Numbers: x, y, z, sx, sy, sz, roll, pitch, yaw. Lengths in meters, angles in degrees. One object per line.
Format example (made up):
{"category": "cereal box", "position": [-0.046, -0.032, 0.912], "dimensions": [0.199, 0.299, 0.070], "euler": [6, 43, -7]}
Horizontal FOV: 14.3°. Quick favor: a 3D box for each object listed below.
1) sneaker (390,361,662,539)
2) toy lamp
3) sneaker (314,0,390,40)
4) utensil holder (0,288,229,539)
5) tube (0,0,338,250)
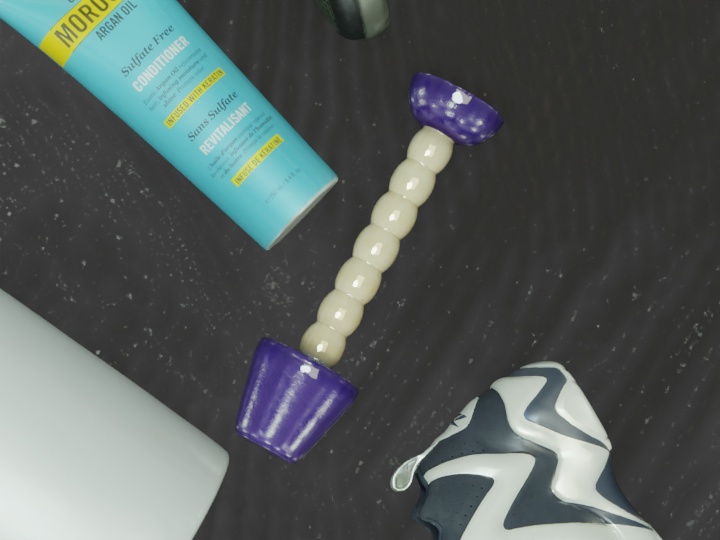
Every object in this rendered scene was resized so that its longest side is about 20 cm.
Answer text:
{"category": "sneaker", "position": [0.086, 0.157, 1.408], "dimensions": [0.129, 0.079, 0.200], "euler": [-28, 91, -7]}
{"category": "toy lamp", "position": [0.000, 0.000, 1.416], "dimensions": [0.058, 0.058, 0.200], "euler": [28, 82, -5]}
{"category": "sneaker", "position": [-0.067, -0.185, 1.407], "dimensions": [0.114, 0.076, 0.200], "euler": [-30, 88, -6]}
{"category": "utensil holder", "position": [-0.185, 0.095, 1.331], "dimensions": [0.200, 0.170, 0.170], "euler": [35, 83, -6]}
{"category": "tube", "position": [-0.098, -0.097, 1.416], "dimensions": [0.200, 0.050, 0.077], "euler": [44, 75, 2]}
